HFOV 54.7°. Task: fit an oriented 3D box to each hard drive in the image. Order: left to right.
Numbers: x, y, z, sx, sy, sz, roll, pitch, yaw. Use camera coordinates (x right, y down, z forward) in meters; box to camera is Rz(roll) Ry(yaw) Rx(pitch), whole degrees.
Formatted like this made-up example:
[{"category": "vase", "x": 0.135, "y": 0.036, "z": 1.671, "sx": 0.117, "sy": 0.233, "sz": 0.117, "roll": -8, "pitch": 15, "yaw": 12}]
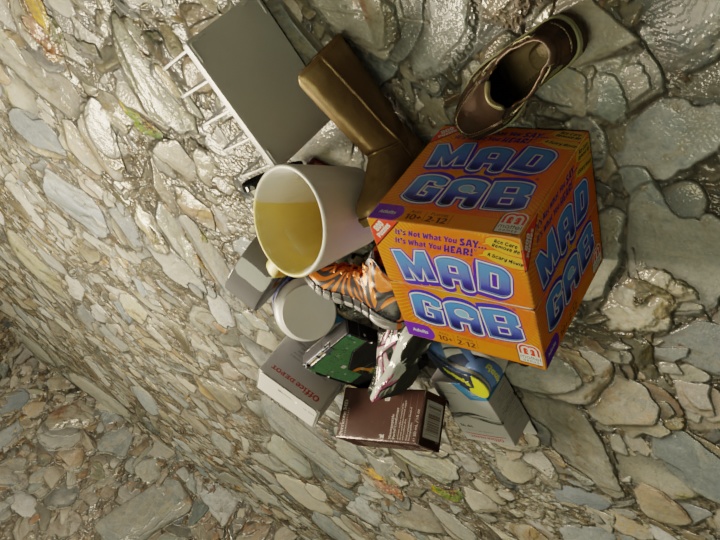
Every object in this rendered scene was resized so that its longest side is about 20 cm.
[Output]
[{"category": "hard drive", "x": 0.010, "y": 0.164, "z": 1.295, "sx": 0.199, "sy": 0.038, "sz": 0.140, "roll": 22, "pitch": 132, "yaw": -32}]

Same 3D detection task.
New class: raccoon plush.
[{"category": "raccoon plush", "x": 0.048, "y": 0.029, "z": 1.208, "sx": 0.199, "sy": 0.098, "sz": 0.133, "roll": 24, "pitch": 144, "yaw": -37}]

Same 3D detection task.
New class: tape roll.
[{"category": "tape roll", "x": -0.142, "y": -0.029, "z": 1.186, "sx": 0.066, "sy": 0.201, "sz": 0.201, "roll": 37, "pitch": 148, "yaw": 0}]

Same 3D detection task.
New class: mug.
[{"category": "mug", "x": -0.058, "y": -0.079, "z": 0.983, "sx": 0.185, "sy": 0.152, "sz": 0.151, "roll": -9, "pitch": 96, "yaw": 46}]

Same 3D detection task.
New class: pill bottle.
[{"category": "pill bottle", "x": -0.102, "y": 0.067, "z": 1.272, "sx": 0.116, "sy": 0.116, "sz": 0.200, "roll": 45, "pitch": 175, "yaw": -9}]

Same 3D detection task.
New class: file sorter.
[{"category": "file sorter", "x": -0.164, "y": -0.255, "z": 0.996, "sx": 0.124, "sy": 0.139, "sz": 0.201, "roll": -5, "pitch": 127, "yaw": 52}]

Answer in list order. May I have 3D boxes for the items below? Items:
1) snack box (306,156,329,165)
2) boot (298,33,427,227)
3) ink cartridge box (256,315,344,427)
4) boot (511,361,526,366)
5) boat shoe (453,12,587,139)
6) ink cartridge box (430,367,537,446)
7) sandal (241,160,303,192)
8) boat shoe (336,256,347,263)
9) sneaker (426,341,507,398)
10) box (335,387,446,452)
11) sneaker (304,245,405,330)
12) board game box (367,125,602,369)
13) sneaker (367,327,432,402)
[{"category": "snack box", "x": -0.002, "y": -0.108, "z": 1.112, "sx": 0.199, "sy": 0.024, "sz": 0.072, "roll": 30, "pitch": 147, "yaw": 15}, {"category": "boot", "x": -0.012, "y": -0.179, "z": 0.903, "sx": 0.200, "sy": 0.176, "sz": 0.066, "roll": 47, "pitch": 140, "yaw": -18}, {"category": "ink cartridge box", "x": -0.091, "y": 0.183, "z": 1.388, "sx": 0.146, "sy": 0.200, "sz": 0.086, "roll": 34, "pitch": 147, "yaw": 9}, {"category": "boot", "x": 0.173, "y": 0.072, "z": 1.098, "sx": 0.212, "sy": 0.079, "sz": 0.157, "roll": 55, "pitch": 139, "yaw": -4}, {"category": "boat shoe", "x": 0.157, "y": -0.207, "z": 0.778, "sx": 0.075, "sy": 0.075, "sz": 0.202, "roll": 50, "pitch": 146, "yaw": 3}, {"category": "ink cartridge box", "x": 0.228, "y": 0.251, "z": 1.273, "sx": 0.115, "sy": 0.067, "sz": 0.201, "roll": -4, "pitch": 128, "yaw": 48}, {"category": "sandal", "x": -0.119, "y": -0.132, "z": 1.053, "sx": 0.075, "sy": 0.200, "sz": 0.048, "roll": -19, "pitch": 99, "yaw": 14}, {"category": "boat shoe", "x": -0.043, "y": -0.051, "z": 1.152, "sx": 0.061, "sy": 0.075, "sz": 0.200, "roll": 30, "pitch": 166, "yaw": 4}, {"category": "sneaker", "x": 0.175, "y": 0.145, "z": 1.202, "sx": 0.199, "sy": 0.082, "sz": 0.074, "roll": 30, "pitch": 161, "yaw": 52}, {"category": "box", "x": 0.055, "y": 0.274, "z": 1.289, "sx": 0.199, "sy": 0.101, "sz": 0.075, "roll": -9, "pitch": 152, "yaw": 42}, {"category": "sneaker", "x": 0.000, "y": 0.000, "z": 1.076, "sx": 0.198, "sy": 0.078, "sz": 0.113, "roll": 25, "pitch": 128, "yaw": 21}, {"category": "board game box", "x": 0.164, "y": -0.037, "z": 0.866, "sx": 0.198, "sy": 0.200, "sz": 0.201, "roll": 11, "pitch": 138, "yaw": 36}, {"category": "sneaker", "x": 0.060, "y": 0.141, "z": 1.208, "sx": 0.087, "sy": 0.080, "sz": 0.201, "roll": 56, "pitch": 134, "yaw": 35}]
